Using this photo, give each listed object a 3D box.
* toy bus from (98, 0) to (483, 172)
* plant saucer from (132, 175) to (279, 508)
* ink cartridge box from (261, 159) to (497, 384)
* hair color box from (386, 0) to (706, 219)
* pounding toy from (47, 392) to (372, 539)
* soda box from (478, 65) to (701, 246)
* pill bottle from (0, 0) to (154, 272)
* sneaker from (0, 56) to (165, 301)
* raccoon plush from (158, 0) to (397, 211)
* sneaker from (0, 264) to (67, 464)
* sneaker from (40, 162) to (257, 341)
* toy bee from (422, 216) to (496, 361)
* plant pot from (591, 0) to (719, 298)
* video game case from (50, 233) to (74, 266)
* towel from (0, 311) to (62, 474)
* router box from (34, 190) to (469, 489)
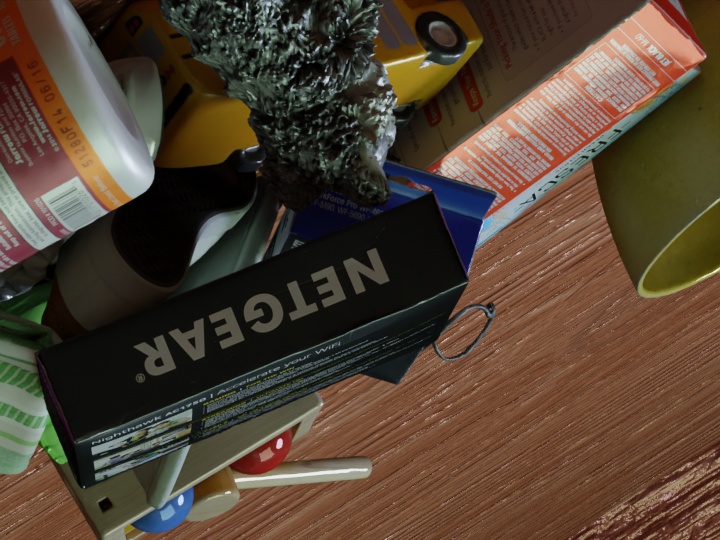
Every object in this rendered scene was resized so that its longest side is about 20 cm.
[{"bbox_3d":[-0.033,-0.106,1.385,0.199,0.079,0.065,-19,158,-42],"label":"toy bus"},{"bbox_3d":[-0.095,0.030,1.522,0.200,0.050,0.201,-159,-90,-86],"label":"plant saucer"},{"bbox_3d":[0.000,0.000,1.465,0.200,0.099,0.039,117,-11,-64],"label":"ink cartridge box"},{"bbox_3d":[0.077,-0.105,1.483,0.199,0.111,0.064,-35,133,18],"label":"hair color box"},{"bbox_3d":[-0.097,0.104,1.740,0.183,0.143,0.200,-31,174,-9],"label":"pounding toy"},{"bbox_3d":[0.112,-0.093,1.731,0.200,0.069,0.064,-38,165,18],"label":"soda box"},{"bbox_3d":[-0.198,-0.037,1.196,0.199,0.110,0.110,-29,165,3],"label":"pill bottle"},{"bbox_3d":[-0.171,-0.048,1.331,0.081,0.076,0.200,8,148,-31],"label":"sneaker"},{"bbox_3d":[-0.064,-0.091,1.251,0.199,0.135,0.097,-2,-175,-28],"label":"raccoon plush"},{"bbox_3d":[-0.158,0.049,1.519,0.083,0.077,0.200,-32,168,-10],"label":"sneaker"},{"bbox_3d":[-0.116,-0.021,1.416,0.085,0.073,0.200,-42,-174,27],"label":"sneaker"},{"bbox_3d":[0.020,-0.044,1.661,0.130,0.109,0.201,-15,138,-33],"label":"toy bee"},{"bbox_3d":[0.226,-0.098,1.806,0.199,0.142,0.200,-31,165,-9],"label":"plant pot"},{"bbox_3d":[-0.171,0.003,1.539,0.199,0.026,0.181,-25,162,-29],"label":"video game case"},{"bbox_3d":[-0.229,0.053,1.397,0.152,0.024,0.200,16,155,-9],"label":"towel"},{"bbox_3d":[-0.052,0.036,1.315,0.199,0.051,0.149,-22,171,-9],"label":"router box"}]
